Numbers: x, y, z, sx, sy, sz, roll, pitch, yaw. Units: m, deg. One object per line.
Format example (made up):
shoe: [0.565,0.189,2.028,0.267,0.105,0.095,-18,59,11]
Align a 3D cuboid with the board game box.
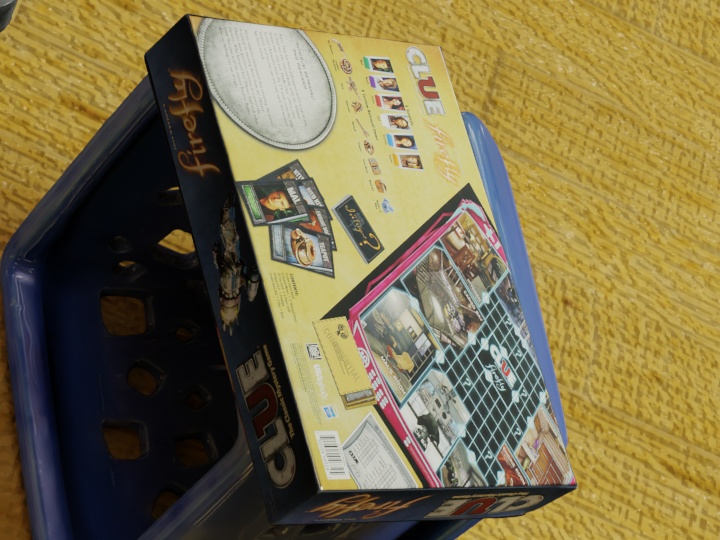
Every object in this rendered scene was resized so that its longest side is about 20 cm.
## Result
board game box: [0.000,0.000,1.028,0.135,0.035,0.201,3,62,-40]

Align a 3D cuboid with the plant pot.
plant pot: [-0.030,0.038,1.141,0.179,0.200,0.201,6,58,-33]

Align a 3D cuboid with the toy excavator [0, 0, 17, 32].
toy excavator: [-0.224,-0.163,1.229,0.194,0.100,0.200,-14,60,-35]
